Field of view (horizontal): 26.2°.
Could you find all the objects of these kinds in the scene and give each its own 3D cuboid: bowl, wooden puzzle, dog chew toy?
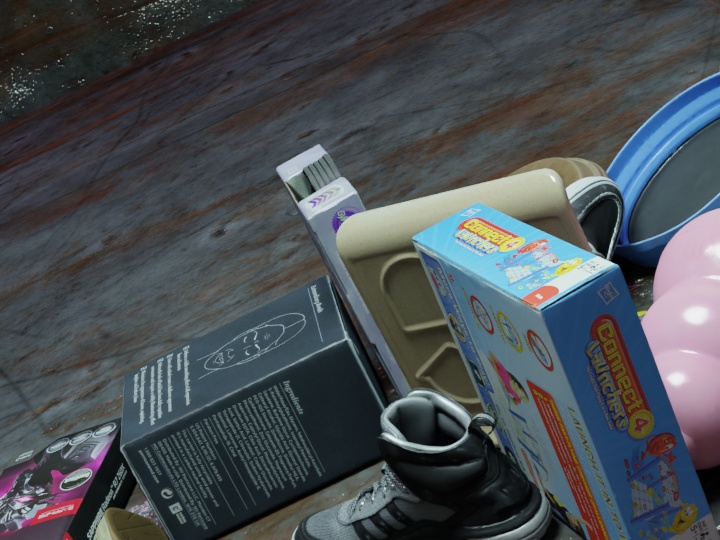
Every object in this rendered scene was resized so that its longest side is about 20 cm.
[{"bbox_3d":[0.283,-0.086,1.308,0.200,0.039,0.201,-41,21,20],"label":"bowl"},{"bbox_3d":[0.100,0.029,1.106,0.184,0.201,0.046,-12,24,32],"label":"wooden puzzle"},{"bbox_3d":[0.238,0.049,1.023,0.124,0.125,0.200,-6,36,42],"label":"dog chew toy"}]

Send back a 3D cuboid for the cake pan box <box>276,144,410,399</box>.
[{"bbox_3d":[0.000,0.000,1.296,0.052,0.201,0.184,-29,18,-3],"label":"cake pan box"}]

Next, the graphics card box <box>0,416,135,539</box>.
[{"bbox_3d":[-0.268,0.211,1.321,0.124,0.051,0.200,-19,21,18],"label":"graphics card box"}]

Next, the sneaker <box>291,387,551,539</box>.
[{"bbox_3d":[0.025,0.143,1.047,0.199,0.115,0.076,-13,24,31],"label":"sneaker"}]

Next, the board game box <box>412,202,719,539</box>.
[{"bbox_3d":[0.126,0.072,0.976,0.056,0.201,0.196,-28,21,-12],"label":"board game box"}]

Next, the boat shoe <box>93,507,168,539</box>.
[{"bbox_3d":[-0.164,0.244,1.113,0.065,0.072,0.200,-61,25,9],"label":"boat shoe"}]

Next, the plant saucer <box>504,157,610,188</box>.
[{"bbox_3d":[0.133,-0.025,1.348,0.200,0.029,0.201,-38,26,22],"label":"plant saucer"}]

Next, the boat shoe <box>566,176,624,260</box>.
[{"bbox_3d":[0.164,0.006,1.207,0.068,0.072,0.200,-6,41,55],"label":"boat shoe"}]

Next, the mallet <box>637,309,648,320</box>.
[{"bbox_3d":[0.235,0.037,1.172,0.199,0.041,0.066,-22,23,24],"label":"mallet"}]

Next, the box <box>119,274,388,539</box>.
[{"bbox_3d":[-0.084,0.112,1.258,0.199,0.108,0.149,-26,20,2],"label":"box"}]
